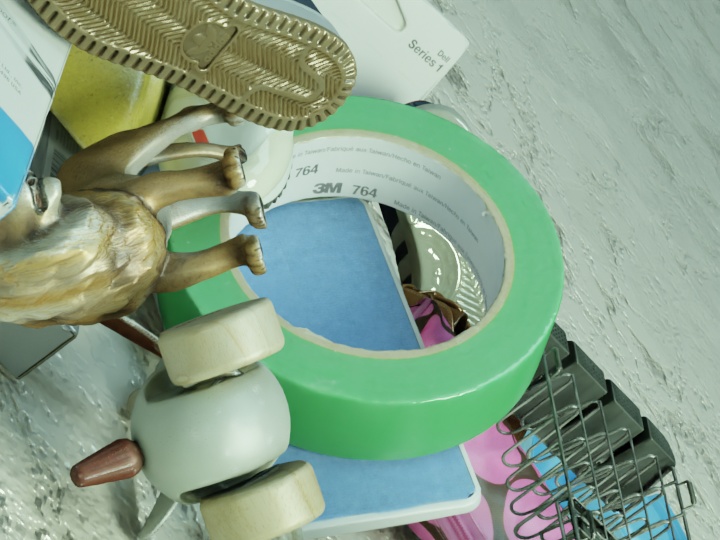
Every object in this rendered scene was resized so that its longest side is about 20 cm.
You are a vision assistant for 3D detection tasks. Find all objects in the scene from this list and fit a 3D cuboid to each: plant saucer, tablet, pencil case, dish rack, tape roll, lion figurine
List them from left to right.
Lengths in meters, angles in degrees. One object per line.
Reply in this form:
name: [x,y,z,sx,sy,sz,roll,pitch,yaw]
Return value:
plant saucer: [-0.156,-0.144,1.159,0.200,0.048,0.200,50,6,-4]
lion figurine: [-0.105,-0.024,0.997,0.200,0.122,0.073,-90,167,-82]
tablet: [-0.029,0.045,1.157,0.129,0.014,0.201,-6,53,-20]
tape roll: [0.000,0.000,1.159,0.199,0.048,0.201,7,48,-8]
pencil case: [0.054,0.118,1.226,0.201,0.091,0.094,55,3,0]
dish rack: [0.122,0.124,1.183,0.153,0.054,0.201,43,25,-34]

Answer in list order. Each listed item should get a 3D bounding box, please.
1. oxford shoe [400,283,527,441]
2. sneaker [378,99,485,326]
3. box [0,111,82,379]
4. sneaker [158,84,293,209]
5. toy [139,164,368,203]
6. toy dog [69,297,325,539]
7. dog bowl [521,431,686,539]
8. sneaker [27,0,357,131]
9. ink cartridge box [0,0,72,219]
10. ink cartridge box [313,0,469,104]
oxford shoe: [0.020,0.029,1.308,0.200,0.071,0.071,47,22,7]
sneaker: [0.052,-0.005,1.373,0.085,0.074,0.201,-119,-160,-74]
box: [-0.200,-0.066,1.020,0.200,0.041,0.156,45,22,-27]
sneaker: [-0.062,-0.118,1.152,0.201,0.070,0.094,-81,172,-46]
toy: [-0.045,-0.067,1.307,0.115,0.047,0.200,27,19,0]
toy dog: [-0.080,0.069,0.988,0.200,0.096,0.133,108,-34,-71]
dog bowl: [0.132,0.126,1.442,0.201,0.049,0.111,57,20,10]
sneaker: [-0.091,-0.137,0.987,0.200,0.070,0.109,30,23,-45]
ink cartridge box: [-0.193,-0.101,0.909,0.147,0.086,0.200,47,21,-21]
ink cartridge box: [-0.040,-0.188,1.436,0.146,0.084,0.200,37,10,-38]
